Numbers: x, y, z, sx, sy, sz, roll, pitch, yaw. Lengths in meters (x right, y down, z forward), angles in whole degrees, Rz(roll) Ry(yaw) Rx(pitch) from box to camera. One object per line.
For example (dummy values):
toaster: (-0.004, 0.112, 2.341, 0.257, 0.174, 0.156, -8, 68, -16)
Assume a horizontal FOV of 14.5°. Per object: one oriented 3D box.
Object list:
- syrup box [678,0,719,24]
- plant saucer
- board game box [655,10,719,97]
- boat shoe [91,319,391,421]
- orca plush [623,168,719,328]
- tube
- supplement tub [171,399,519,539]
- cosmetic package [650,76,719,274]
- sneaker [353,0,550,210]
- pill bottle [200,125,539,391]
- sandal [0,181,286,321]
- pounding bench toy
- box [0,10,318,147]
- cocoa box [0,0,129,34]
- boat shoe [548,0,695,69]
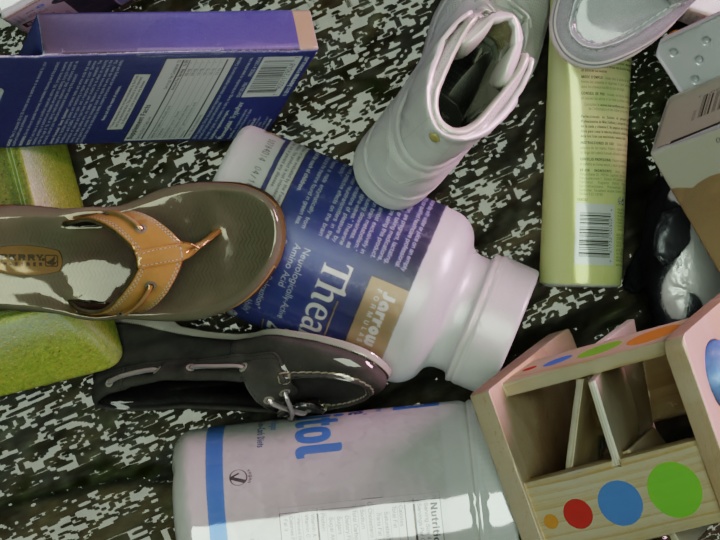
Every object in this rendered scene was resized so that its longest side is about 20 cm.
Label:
syrup box: (0.272, -0.165, 1.704, 0.199, 0.081, 0.079, 21, 91, 4)
plant saucer: (-0.262, -0.018, 1.696, 0.199, 0.048, 0.200, -14, 73, -8)
board game box: (0.306, -0.096, 1.657, 0.200, 0.026, 0.200, -24, 113, 29)
boat shoe: (-0.074, 0.068, 1.691, 0.199, 0.067, 0.057, 6, 66, 31)
orca plush: (0.198, 0.011, 1.730, 0.105, 0.071, 0.201, -22, 103, -42)
tube: (0.138, -0.090, 1.724, 0.052, 0.058, 0.201, 2, 92, 4)
supplement tub: (-0.007, 0.150, 1.689, 0.199, 0.132, 0.132, -7, 90, 1)
cosmetic package: (0.263, -0.023, 1.659, 0.105, 0.071, 0.200, -22, 113, 28)
sneaker: (0.078, -0.130, 1.659, 0.074, 0.116, 0.200, 35, 59, -8)
pill bottle: (0.000, 0.000, 1.697, 0.199, 0.111, 0.111, 23, 91, 2)
sandal: (-0.142, -0.008, 1.628, 0.199, 0.054, 0.081, -2, 95, 4)
pounding bench toy: (0.186, 0.127, 1.631, 0.156, 0.124, 0.201, -16, 98, 30)
box: (-0.137, -0.112, 1.664, 0.199, 0.121, 0.033, -4, 68, -22)
cocoa box: (-0.171, -0.226, 1.659, 0.131, 0.200, 0.134, -28, 89, 1)
boat shoe: (0.186, -0.195, 1.632, 0.201, 0.072, 0.070, -43, 89, 6)
